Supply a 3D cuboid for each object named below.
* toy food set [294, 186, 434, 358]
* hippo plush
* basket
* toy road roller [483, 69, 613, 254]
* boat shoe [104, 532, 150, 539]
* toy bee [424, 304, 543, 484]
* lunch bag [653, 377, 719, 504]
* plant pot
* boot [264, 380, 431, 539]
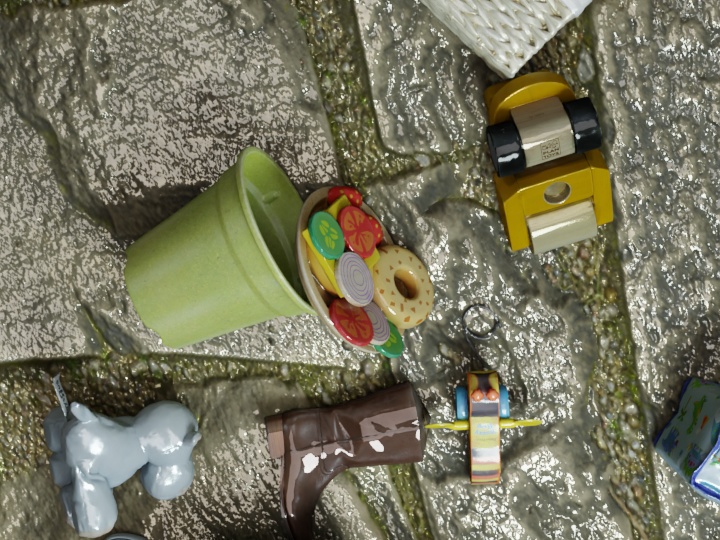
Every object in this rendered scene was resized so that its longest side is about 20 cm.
[{"bbox_3d":[0.000,0.000,1.281,0.048,0.198,0.202,-22,104,33],"label":"toy food set"},{"bbox_3d":[-0.275,0.198,1.349,0.159,0.159,0.203,-11,113,-28],"label":"hippo plush"},{"bbox_3d":[0.139,-0.316,1.268,0.200,0.136,0.124,42,98,-3],"label":"basket"},{"bbox_3d":[0.204,-0.134,1.309,0.121,0.147,0.202,-16,133,3],"label":"toy road roller"},{"bbox_3d":[-0.236,0.394,1.373,0.199,0.091,0.071,39,96,-3],"label":"boat shoe"},{"bbox_3d":[0.134,0.158,1.333,0.129,0.109,0.203,-23,95,5],"label":"toy bee"},{"bbox_3d":[0.451,0.225,1.300,0.198,0.170,0.129,27,96,-4],"label":"lunch bag"},{"bbox_3d":[-0.157,-0.009,1.293,0.182,0.200,0.203,-24,95,15],"label":"plant pot"},{"bbox_3d":[-0.003,0.239,1.371,0.196,0.064,0.190,-11,98,-2],"label":"boot"}]
